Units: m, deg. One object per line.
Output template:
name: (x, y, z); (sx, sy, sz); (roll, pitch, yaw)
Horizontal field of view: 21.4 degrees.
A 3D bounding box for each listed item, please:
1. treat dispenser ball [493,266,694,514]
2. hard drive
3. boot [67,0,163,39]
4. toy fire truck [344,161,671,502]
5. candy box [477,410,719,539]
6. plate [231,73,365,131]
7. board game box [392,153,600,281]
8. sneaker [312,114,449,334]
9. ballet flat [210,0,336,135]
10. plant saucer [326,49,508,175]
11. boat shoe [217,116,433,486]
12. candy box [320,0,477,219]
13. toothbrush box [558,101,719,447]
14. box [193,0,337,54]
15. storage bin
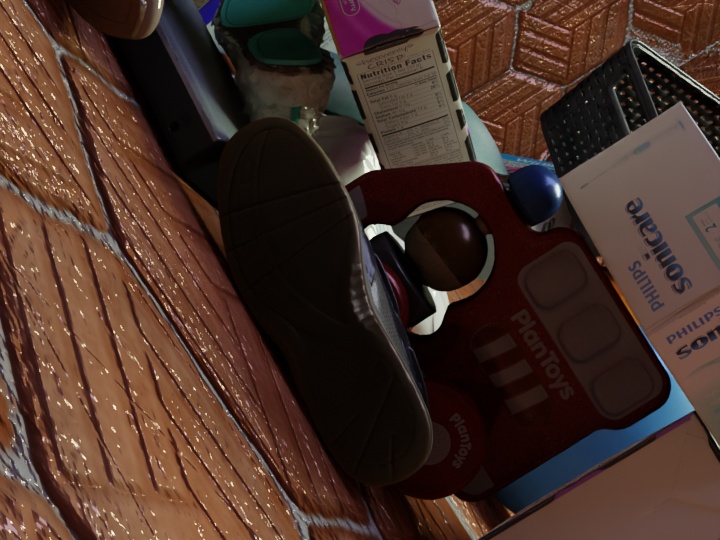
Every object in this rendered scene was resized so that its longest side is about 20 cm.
treat dispenser ball: (0.170, 0.097, 1.409); (0.202, 0.200, 0.201); (57, 7, -11)
hard drive: (-0.106, -0.122, 1.091); (0.201, 0.033, 0.140); (62, 8, 24)
boot: (-0.099, -0.189, 1.017); (0.146, 0.070, 0.201); (3, 46, -40)
toy fire truck: (0.062, 0.026, 1.088); (0.201, 0.167, 0.112); (59, 7, 0)
candy box: (0.146, 0.155, 1.131); (0.072, 0.167, 0.200); (59, 7, 9)
plate: (-0.014, -0.094, 1.314); (0.199, 0.026, 0.200); (21, 6, -2)
board game box: (0.092, -0.043, 1.417); (0.200, 0.147, 0.065); (-14, 113, -61)
sneaker: (0.000, 0.000, 1.241); (0.201, 0.070, 0.080); (64, 32, -34)
ballet flat: (-0.053, -0.121, 1.132); (0.072, 0.071, 0.200); (56, 10, -22)
plant saucer: (0.015, -0.118, 1.319); (0.200, 0.039, 0.201); (20, 5, -2)
boat shoe: (-0.018, 0.019, 0.992); (0.066, 0.071, 0.202); (53, 12, -78)
candy box: (0.016, -0.136, 1.116); (0.200, 0.061, 0.137); (68, 5, -63)
toothbrush box: (0.206, 0.030, 1.054); (0.200, 0.085, 0.147); (50, 12, -37)
box: (-0.081, -0.249, 1.359); (0.200, 0.105, 0.185); (14, 43, -61)
storage bin: (0.239, -0.062, 1.402); (0.199, 0.094, 0.136); (27, 36, -37)
